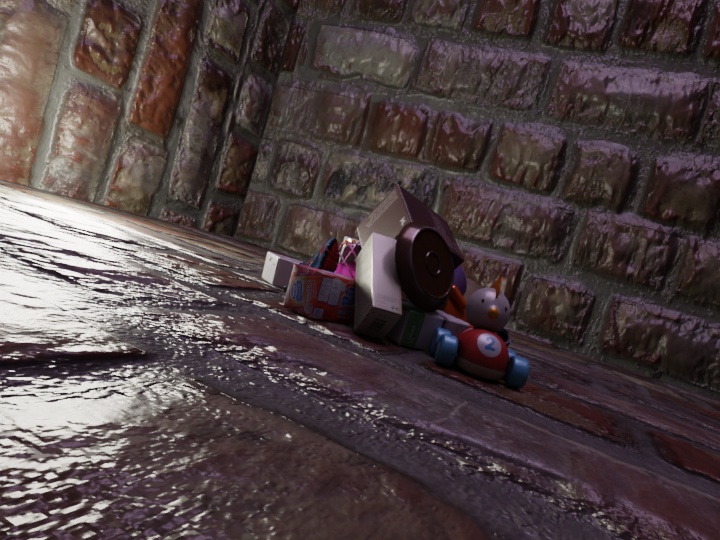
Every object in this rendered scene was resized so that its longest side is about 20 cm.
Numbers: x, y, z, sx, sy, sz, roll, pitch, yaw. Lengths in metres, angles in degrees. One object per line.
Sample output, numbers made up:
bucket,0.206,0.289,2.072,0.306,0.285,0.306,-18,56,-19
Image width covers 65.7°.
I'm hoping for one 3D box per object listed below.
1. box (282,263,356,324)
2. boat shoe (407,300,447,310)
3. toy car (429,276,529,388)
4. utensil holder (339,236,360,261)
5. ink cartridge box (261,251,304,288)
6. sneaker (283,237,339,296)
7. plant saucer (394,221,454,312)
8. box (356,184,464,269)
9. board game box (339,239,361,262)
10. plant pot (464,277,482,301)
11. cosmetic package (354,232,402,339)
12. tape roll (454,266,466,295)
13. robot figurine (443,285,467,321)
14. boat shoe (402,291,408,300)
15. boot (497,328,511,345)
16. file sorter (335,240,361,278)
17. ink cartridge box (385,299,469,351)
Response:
box,-0.070,0.056,1.265,0.094,0.102,0.198,18,2,35
boat shoe,0.151,0.111,1.442,0.197,0.070,0.071,-11,15,-39
toy car,0.259,0.110,1.149,0.180,0.205,0.177,16,2,0
utensil holder,-0.003,0.004,1.935,0.166,0.205,0.170,17,1,0
ink cartridge box,-0.182,0.016,1.669,0.196,0.086,0.144,17,1,-25
sneaker,-0.122,-0.008,1.363,0.094,0.202,0.080,13,-34,25
plant saucer,0.150,-0.012,1.225,0.034,0.206,0.198,-14,-20,41
box,0.123,-0.066,1.393,0.198,0.166,0.166,31,29,-32
board game box,0.029,-0.044,1.671,0.195,0.026,0.201,-6,-24,-15
plant pot,0.301,0.128,1.844,0.184,0.192,0.199,17,14,28
cosmetic package,0.036,0.032,1.206,0.071,0.204,0.104,16,-40,-17
tape roll,0.223,0.022,1.683,0.065,0.204,0.198,-36,36,-30
robot figurine,0.236,0.115,1.585,0.199,0.117,0.144,41,-16,0
boat shoe,0.103,0.034,1.589,0.064,0.205,0.072,-9,-15,-8
boot,0.329,0.177,1.328,0.090,0.074,0.198,-33,-19,30
file sorter,0.000,0.000,1.502,0.197,0.126,0.141,-9,57,-41
ink cartridge box,0.133,0.126,1.290,0.197,0.086,0.145,17,5,-35
